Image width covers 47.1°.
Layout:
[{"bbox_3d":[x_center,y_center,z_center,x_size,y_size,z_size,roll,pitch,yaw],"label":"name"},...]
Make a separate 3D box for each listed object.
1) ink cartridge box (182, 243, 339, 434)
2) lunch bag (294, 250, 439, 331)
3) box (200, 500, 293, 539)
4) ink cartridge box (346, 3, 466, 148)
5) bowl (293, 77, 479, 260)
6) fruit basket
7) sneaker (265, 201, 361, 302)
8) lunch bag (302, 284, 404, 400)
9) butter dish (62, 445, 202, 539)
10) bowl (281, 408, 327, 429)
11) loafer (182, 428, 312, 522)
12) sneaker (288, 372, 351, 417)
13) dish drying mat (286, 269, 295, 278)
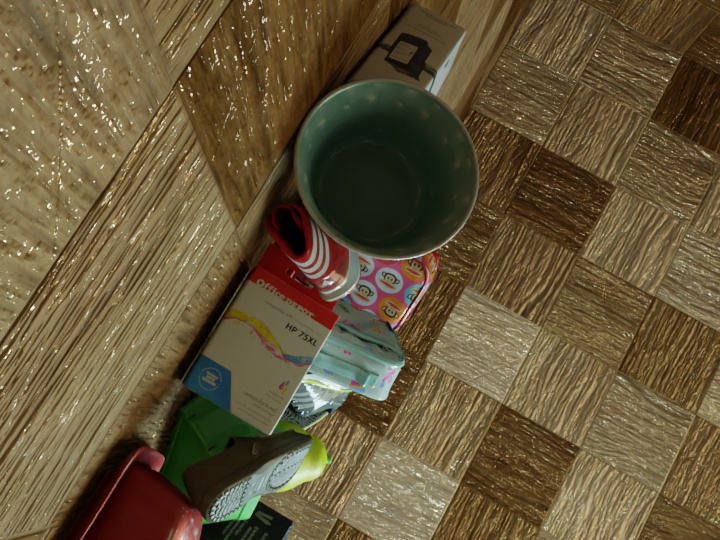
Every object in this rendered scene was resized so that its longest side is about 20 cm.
[{"bbox_3d":[-0.107,0.075,0.968,0.200,0.116,0.067,-60,-171,-12],"label":"ink cartridge box"},{"bbox_3d":[0.000,0.000,1.230,0.176,0.200,0.082,-60,175,34],"label":"lunch bag"},{"bbox_3d":[-0.225,0.397,1.194,0.117,0.200,0.197,-61,175,9],"label":"box"},{"bbox_3d":[0.043,-0.221,1.050,0.200,0.084,0.145,-57,174,-39],"label":"ink cartridge box"},{"bbox_3d":[0.020,-0.098,0.913,0.201,0.201,0.105,-59,-176,-16],"label":"bowl"},{"bbox_3d":[-0.149,0.242,1.123,0.216,0.156,0.216,-31,152,-19],"label":"fruit basket"},{"bbox_3d":[-0.056,-0.066,0.983,0.078,0.116,0.200,-31,-140,12],"label":"sneaker"},{"bbox_3d":[-0.037,0.091,1.100,0.077,0.200,0.160,-65,-166,12],"label":"lunch bag"},{"bbox_3d":[-0.233,0.309,0.893,0.200,0.148,0.200,-60,175,-18],"label":"butter dish"},{"bbox_3d":[-0.131,0.159,1.227,0.201,0.094,0.201,-16,140,-14],"label":"bowl"},{"bbox_3d":[-0.127,0.221,0.954,0.200,0.067,0.076,-9,131,-62],"label":"loafer"},{"bbox_3d":[-0.085,0.157,1.106,0.200,0.074,0.081,16,105,-41],"label":"sneaker"},{"bbox_3d":[-0.073,-0.053,1.103,0.077,0.018,0.200,-15,-139,61],"label":"dish drying mat"}]
